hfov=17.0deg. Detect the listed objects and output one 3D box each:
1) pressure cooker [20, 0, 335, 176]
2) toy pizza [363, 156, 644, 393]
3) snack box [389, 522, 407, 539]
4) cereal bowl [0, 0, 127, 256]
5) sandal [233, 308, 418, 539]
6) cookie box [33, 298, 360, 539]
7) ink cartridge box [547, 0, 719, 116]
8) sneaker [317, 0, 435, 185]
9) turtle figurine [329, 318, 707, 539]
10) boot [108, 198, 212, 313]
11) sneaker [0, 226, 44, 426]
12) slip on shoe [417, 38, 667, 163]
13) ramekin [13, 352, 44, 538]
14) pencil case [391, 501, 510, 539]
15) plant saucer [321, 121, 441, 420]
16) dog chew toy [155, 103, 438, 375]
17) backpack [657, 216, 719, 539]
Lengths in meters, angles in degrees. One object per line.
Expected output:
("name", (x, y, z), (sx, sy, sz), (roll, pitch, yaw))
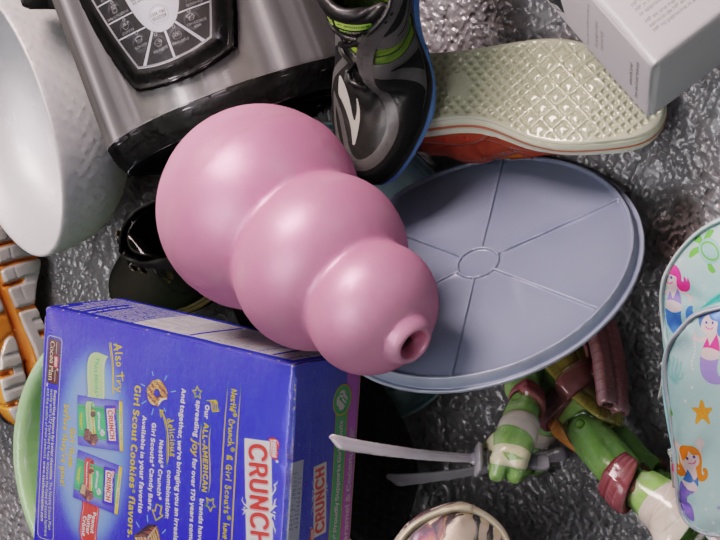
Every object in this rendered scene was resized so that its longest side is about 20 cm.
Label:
("pressure cooker", (-0.110, -0.177, 1.534), (0.179, 0.176, 0.201), (-24, 84, 55))
("toy pizza", (0.074, 0.006, 1.444), (0.200, 0.200, 0.032), (12, 141, 34))
("snack box", (-0.026, 0.186, 1.638), (0.116, 0.037, 0.200), (-46, 73, 32))
("cereal bowl", (-0.215, -0.116, 1.665), (0.200, 0.083, 0.201), (40, 141, 43))
("sandal", (-0.022, 0.087, 1.571), (0.201, 0.075, 0.048), (65, 153, 15))
("cookie box", (-0.103, 0.118, 1.487), (0.200, 0.075, 0.172), (12, 103, 35))
("ink cartridge box", (0.154, -0.212, 1.340), (0.144, 0.084, 0.200), (-36, 73, -7))
("sneaker", (0.002, -0.146, 1.425), (0.071, 0.083, 0.200), (20, 119, 31))
("turtle figurine", (0.112, 0.123, 1.458), (0.194, 0.200, 0.144), (39, 155, 19))
("boot", (-0.133, -0.015, 1.577), (0.200, 0.138, 0.078), (-35, 79, 39))
("sneaker", (-0.277, 0.020, 1.769), (0.077, 0.078, 0.201), (-4, 97, 47))
("slip on shoe", (0.096, -0.098, 1.471), (0.199, 0.061, 0.074), (2, 67, 30))
("ramekin", (-0.129, 0.127, 1.619), (0.200, 0.098, 0.201), (6, 99, 37))
("pencil case", (0.046, 0.196, 1.480), (0.078, 0.200, 0.090), (16, 78, -1))
("plant saucer", (0.000, 0.000, 1.584), (0.200, 0.027, 0.201), (10, 107, 35))
("dog chew toy", (-0.030, -0.011, 1.398), (0.200, 0.124, 0.125), (42, 123, 36))
("backpack", (0.253, 0.055, 1.335), (0.177, 0.150, 0.201), (-6, 90, 33))
